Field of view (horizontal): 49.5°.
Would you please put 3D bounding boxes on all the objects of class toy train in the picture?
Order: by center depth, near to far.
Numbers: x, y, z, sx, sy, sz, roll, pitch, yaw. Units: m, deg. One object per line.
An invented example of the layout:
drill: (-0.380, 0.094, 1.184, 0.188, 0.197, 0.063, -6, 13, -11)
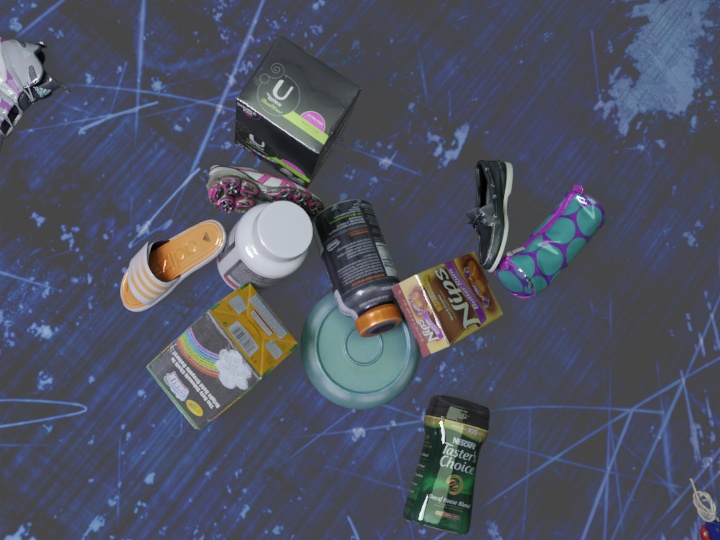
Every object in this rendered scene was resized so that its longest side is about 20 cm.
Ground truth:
toy train: (0.629, 0.418, 1.295, 0.115, 0.085, 0.202, -19, 84, -23)

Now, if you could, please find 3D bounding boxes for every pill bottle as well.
pill bottle: (-0.141, -0.036, 1.160, 0.110, 0.200, 0.112, 5, 76, -22)
pill bottle: (0.000, 0.000, 1.215, 0.105, 0.106, 0.202, -15, 70, -12)

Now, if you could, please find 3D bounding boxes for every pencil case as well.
pencil case: (0.319, -0.045, 1.310, 0.200, 0.085, 0.093, -44, 118, -15)

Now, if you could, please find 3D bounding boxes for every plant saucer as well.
plant saucer: (0.003, 0.121, 1.257, 0.198, 0.027, 0.203, 2, 81, -9)

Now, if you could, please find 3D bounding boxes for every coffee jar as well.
coffee jar: (0.137, 0.300, 1.220, 0.103, 0.085, 0.202, 15, 78, -7)

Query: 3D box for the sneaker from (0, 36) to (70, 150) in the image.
sneaker: (-0.519, -0.266, 1.202, 0.138, 0.078, 0.203, 0, 81, -9)

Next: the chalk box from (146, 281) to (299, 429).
chalk box: (-0.214, 0.136, 1.147, 0.200, 0.124, 0.125, -38, 91, 29)

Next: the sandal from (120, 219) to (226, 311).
sandal: (-0.295, -0.016, 1.170, 0.206, 0.059, 0.080, -34, 73, 16)

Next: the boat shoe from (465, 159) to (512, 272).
boat shoe: (0.208, -0.097, 1.301, 0.065, 0.074, 0.202, 15, 73, -12)

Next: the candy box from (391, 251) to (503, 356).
candy box: (0.140, 0.049, 1.219, 0.199, 0.056, 0.118, -20, 84, -53)

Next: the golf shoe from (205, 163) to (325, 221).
golf shoe: (-0.148, -0.127, 1.246, 0.198, 0.092, 0.073, 15, 121, -26)

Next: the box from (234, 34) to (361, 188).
box: (-0.103, -0.237, 1.208, 0.148, 0.200, 0.125, 32, 76, -4)
